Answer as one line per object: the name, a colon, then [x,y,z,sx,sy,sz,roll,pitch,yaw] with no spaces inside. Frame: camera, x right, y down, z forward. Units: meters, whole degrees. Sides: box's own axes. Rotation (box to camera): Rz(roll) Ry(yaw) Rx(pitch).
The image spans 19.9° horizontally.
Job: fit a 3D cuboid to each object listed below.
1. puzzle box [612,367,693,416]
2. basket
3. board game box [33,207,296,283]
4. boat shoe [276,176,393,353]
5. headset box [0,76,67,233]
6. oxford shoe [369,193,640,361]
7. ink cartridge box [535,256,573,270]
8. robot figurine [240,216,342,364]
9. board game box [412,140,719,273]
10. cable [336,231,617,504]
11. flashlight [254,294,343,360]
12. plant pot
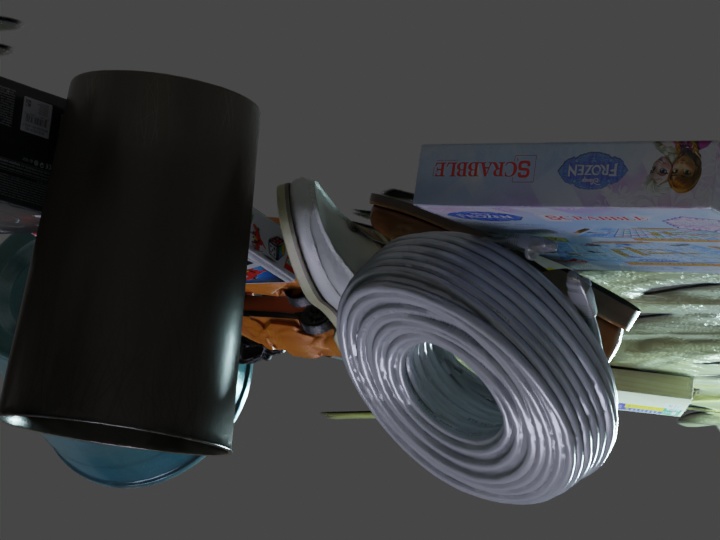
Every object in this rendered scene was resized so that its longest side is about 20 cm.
puzzle box: [0.296,0.134,2.272,0.132,0.026,0.200,6,171,6]
basket: [-0.126,-0.003,1.175,0.135,0.201,0.180,8,170,0]
board game box: [-0.151,-0.030,1.477,0.199,0.035,0.126,-2,153,45]
boat shoe: [0.000,0.000,1.426,0.068,0.075,0.200,-14,142,13]
headset box: [-0.269,-0.071,1.265,0.199,0.075,0.148,0,169,38]
oxford shoe: [0.082,0.009,1.364,0.200,0.071,0.071,30,-172,19]
ink cartridge box: [0.093,0.015,1.635,0.199,0.047,0.198,8,170,-13]
robot figurine: [-0.074,0.013,1.572,0.199,0.058,0.145,6,134,38]
board game box: [0.169,-0.036,1.243,0.199,0.041,0.199,2,170,35]
cable: [0.075,0.065,1.318,0.199,0.069,0.201,7,131,45]
flashlight: [-0.055,0.045,1.868,0.068,0.068,0.200,-2,167,31]
plant pot: [-0.214,0.052,1.687,0.199,0.201,0.188,3,155,23]
